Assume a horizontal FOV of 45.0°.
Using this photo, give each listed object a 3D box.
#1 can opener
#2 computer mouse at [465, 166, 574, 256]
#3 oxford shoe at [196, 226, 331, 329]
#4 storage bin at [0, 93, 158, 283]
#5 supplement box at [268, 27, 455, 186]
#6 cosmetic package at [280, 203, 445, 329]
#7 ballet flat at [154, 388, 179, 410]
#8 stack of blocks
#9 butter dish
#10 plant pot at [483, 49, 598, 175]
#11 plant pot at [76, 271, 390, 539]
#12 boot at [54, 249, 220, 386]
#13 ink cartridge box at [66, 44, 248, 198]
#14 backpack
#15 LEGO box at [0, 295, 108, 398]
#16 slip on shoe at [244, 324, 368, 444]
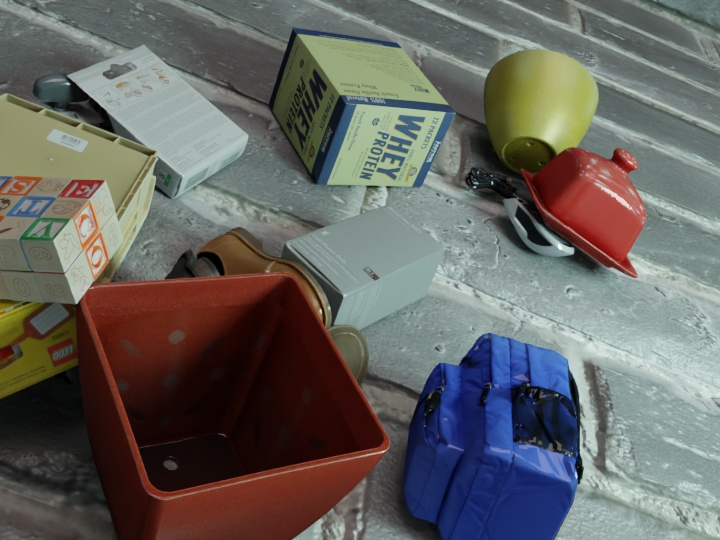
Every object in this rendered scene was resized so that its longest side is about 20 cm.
[{"bbox_3d":[-0.331,-0.219,1.142,0.198,0.067,0.053,-13,49,-47],"label":"can opener"},{"bbox_3d":[0.246,-0.080,1.326,0.108,0.044,0.201,12,33,-47],"label":"computer mouse"},{"bbox_3d":[-0.110,0.020,0.959,0.071,0.073,0.198,-24,39,-38],"label":"oxford shoe"},{"bbox_3d":[-0.340,-0.084,0.938,0.196,0.095,0.200,20,35,-7],"label":"storage bin"},{"bbox_3d":[-0.002,-0.242,1.302,0.197,0.136,0.201,-2,43,-33],"label":"supplement box"},{"bbox_3d":[0.000,0.000,1.045,0.106,0.091,0.199,38,41,23],"label":"cosmetic package"},{"bbox_3d":[-0.148,0.088,0.859,0.074,0.075,0.199,38,37,18],"label":"ballet flat"},{"bbox_3d":[-0.302,-0.020,0.677,0.195,0.060,0.116,3,38,13],"label":"stack of blocks"},{"bbox_3d":[0.361,-0.118,1.319,0.197,0.149,0.201,32,22,-12],"label":"butter dish"},{"bbox_3d":[0.294,-0.246,1.469,0.196,0.201,0.144,21,60,-5],"label":"plant pot"},{"bbox_3d":[-0.125,0.140,0.714,0.196,0.178,0.201,-4,43,-34],"label":"plant pot"},{"bbox_3d":[-0.221,0.049,0.841,0.172,0.199,0.070,-30,97,-18],"label":"boot"},{"bbox_3d":[-0.266,-0.198,1.142,0.199,0.050,0.161,39,37,5],"label":"ink cartridge box"},{"bbox_3d":[0.134,0.158,0.862,0.165,0.165,0.201,21,36,0],"label":"backpack"},{"bbox_3d":[-0.332,0.040,0.720,0.197,0.078,0.149,-24,40,-21],"label":"LEGO box"},{"bbox_3d":[-0.040,0.112,0.882,0.076,0.060,0.199,51,40,1],"label":"slip on shoe"}]
